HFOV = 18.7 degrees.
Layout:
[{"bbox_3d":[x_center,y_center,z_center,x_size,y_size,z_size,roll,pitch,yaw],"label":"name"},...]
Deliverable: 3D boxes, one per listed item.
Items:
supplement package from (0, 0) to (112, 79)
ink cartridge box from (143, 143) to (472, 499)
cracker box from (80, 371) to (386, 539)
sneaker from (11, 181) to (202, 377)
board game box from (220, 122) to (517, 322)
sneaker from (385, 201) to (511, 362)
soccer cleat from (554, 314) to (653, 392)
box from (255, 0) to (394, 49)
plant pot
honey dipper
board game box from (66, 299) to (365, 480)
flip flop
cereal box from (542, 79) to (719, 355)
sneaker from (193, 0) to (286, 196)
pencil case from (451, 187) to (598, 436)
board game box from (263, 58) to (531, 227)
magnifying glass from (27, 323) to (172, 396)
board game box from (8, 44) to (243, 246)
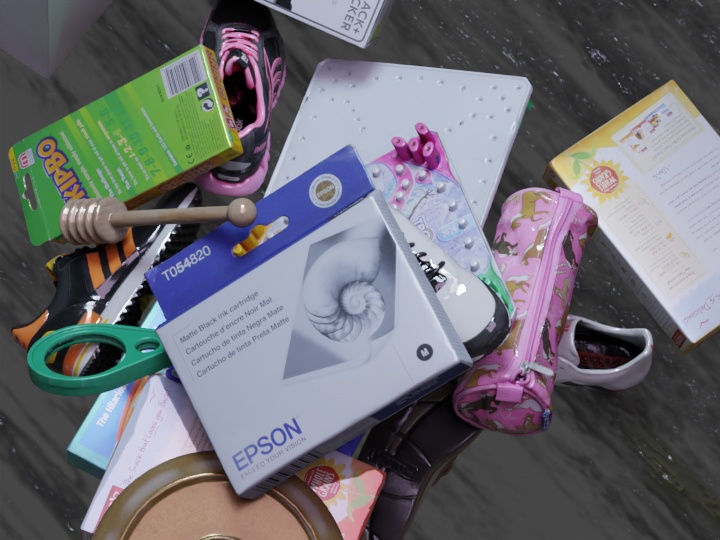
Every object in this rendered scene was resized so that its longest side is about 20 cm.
[{"bbox_3d":[-0.258,-0.307,1.802,0.147,0.191,0.200,33,68,6],"label":"supplement package"},{"bbox_3d":[-0.048,0.033,1.605,0.199,0.041,0.200,-32,71,11],"label":"ink cartridge box"},{"bbox_3d":[-0.097,0.180,1.666,0.200,0.058,0.134,24,73,1],"label":"cracker box"},{"bbox_3d":[-0.204,-0.004,1.762,0.090,0.070,0.200,26,65,11],"label":"sneaker"},{"bbox_3d":[0.000,0.000,1.716,0.200,0.026,0.200,-27,54,8],"label":"board game box"},{"bbox_3d":[0.029,0.000,1.639,0.200,0.080,0.074,35,78,34],"label":"sneaker"},{"bbox_3d":[0.142,0.064,1.776,0.199,0.085,0.069,4,69,-7],"label":"soccer cleat"},{"bbox_3d":[-0.069,-0.257,1.846,0.200,0.117,0.060,23,101,0],"label":"box"},{"bbox_3d":[-0.105,0.229,1.608,0.199,0.027,0.201,1,75,-5],"label":"plant pot"},{"bbox_3d":[-0.153,-0.040,1.682,0.038,0.200,0.038,1,88,-50],"label":"honey dipper"},{"bbox_3d":[-0.111,0.132,1.735,0.200,0.045,0.152,28,70,3],"label":"board game box"},{"bbox_3d":[0.043,0.149,1.745,0.081,0.058,0.200,30,87,14],"label":"flip flop"},{"bbox_3d":[0.271,-0.046,1.862,0.144,0.040,0.200,-33,78,-18],"label":"cereal box"},{"bbox_3d":[-0.099,-0.164,1.818,0.079,0.095,0.201,3,58,-5],"label":"sneaker"},{"bbox_3d":[0.130,0.030,1.711,0.086,0.083,0.200,-6,53,32],"label":"pencil case"},{"bbox_3d":[0.024,-0.077,1.792,0.199,0.026,0.200,9,64,28],"label":"board game box"},{"bbox_3d":[-0.155,0.061,1.672,0.199,0.022,0.080,-9,31,-7],"label":"magnifying glass"},{"bbox_3d":[-0.194,-0.098,1.773,0.200,0.030,0.096,-24,69,18],"label":"board game box"}]
